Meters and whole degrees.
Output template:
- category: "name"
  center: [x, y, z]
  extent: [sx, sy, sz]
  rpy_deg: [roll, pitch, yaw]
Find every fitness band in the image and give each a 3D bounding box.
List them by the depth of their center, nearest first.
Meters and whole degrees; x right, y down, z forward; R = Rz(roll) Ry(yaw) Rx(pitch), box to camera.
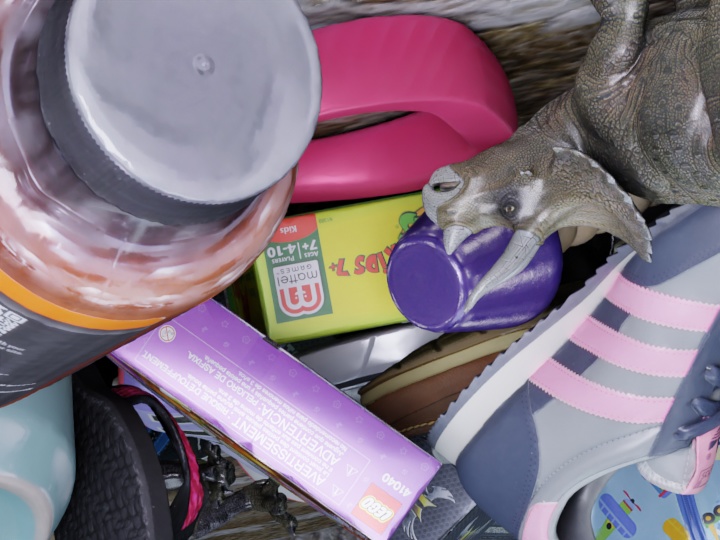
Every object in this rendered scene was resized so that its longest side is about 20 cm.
- category: "fitness band"
  center: [-0.020, -0.047, 1.017]
  extent: [0.143, 0.038, 0.200]
  rpy_deg: [-16, 172, 10]

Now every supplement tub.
- category: "supplement tub"
  center: [-0.084, -0.028, 0.811]
  extent: [0.107, 0.107, 0.200]
  rpy_deg: [-6, 170, -30]

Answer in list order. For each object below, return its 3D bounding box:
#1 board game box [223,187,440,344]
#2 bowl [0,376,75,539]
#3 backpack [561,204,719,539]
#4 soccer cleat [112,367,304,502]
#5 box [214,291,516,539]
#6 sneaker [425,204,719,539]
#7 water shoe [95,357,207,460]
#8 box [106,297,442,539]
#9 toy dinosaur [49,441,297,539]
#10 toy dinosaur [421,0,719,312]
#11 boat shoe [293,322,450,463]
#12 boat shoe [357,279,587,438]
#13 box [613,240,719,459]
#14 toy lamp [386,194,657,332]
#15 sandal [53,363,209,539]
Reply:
- category: "board game box"
  center: [0.000, 0.000, 1.204]
  extent: [0.101, 0.048, 0.200]
  rpy_deg: [-11, 179, -6]
- category: "bowl"
  center: [-0.180, 0.065, 1.034]
  extent: [0.200, 0.105, 0.201]
  rpy_deg: [-21, 148, -13]
- category: "backpack"
  center: [0.151, 0.055, 1.338]
  extent: [0.134, 0.201, 0.182]
  rpy_deg: [-14, 170, 18]
- category: "soccer cleat"
  center: [-0.051, 0.066, 1.434]
  extent: [0.076, 0.067, 0.200]
  rpy_deg: [14, 165, 28]
- category: "box"
  center: [0.014, 0.069, 1.393]
  extent: [0.051, 0.158, 0.200]
  rpy_deg: [-45, 165, 8]
- category: "sneaker"
  center: [0.113, 0.029, 1.033]
  extent: [0.200, 0.082, 0.070]
  rpy_deg: [-45, 167, 33]
- category: "water shoe"
  center: [-0.118, 0.062, 1.452]
  extent: [0.199, 0.072, 0.079]
  rpy_deg: [-6, 167, -38]
- category: "box"
  center: [-0.037, 0.051, 1.107]
  extent: [0.039, 0.137, 0.200]
  rpy_deg: [-54, 176, -5]
- category: "toy dinosaur"
  center: [-0.081, 0.097, 1.241]
  extent: [0.088, 0.048, 0.200]
  rpy_deg: [-9, 180, 26]
- category: "toy dinosaur"
  center: [0.111, -0.058, 0.887]
  extent: [0.199, 0.103, 0.077]
  rpy_deg: [-17, 170, 37]
- category: "boat shoe"
  center: [0.048, 0.051, 1.237]
  extent: [0.199, 0.068, 0.072]
  rpy_deg: [-11, 179, 0]
- category: "boat shoe"
  center: [0.088, 0.039, 1.134]
  extent: [0.199, 0.068, 0.072]
  rpy_deg: [-19, -176, 31]
- category: "box"
  center: [0.238, -0.004, 1.173]
  extent: [0.176, 0.097, 0.200]
  rpy_deg: [-27, -167, -39]
- category: "toy lamp"
  center: [0.079, -0.022, 1.087]
  extent: [0.058, 0.058, 0.200]
  rpy_deg: [-18, -176, 38]
- category: "sandal"
  center: [-0.086, 0.074, 1.078]
  extent: [0.045, 0.075, 0.200]
  rpy_deg: [9, -163, -20]
